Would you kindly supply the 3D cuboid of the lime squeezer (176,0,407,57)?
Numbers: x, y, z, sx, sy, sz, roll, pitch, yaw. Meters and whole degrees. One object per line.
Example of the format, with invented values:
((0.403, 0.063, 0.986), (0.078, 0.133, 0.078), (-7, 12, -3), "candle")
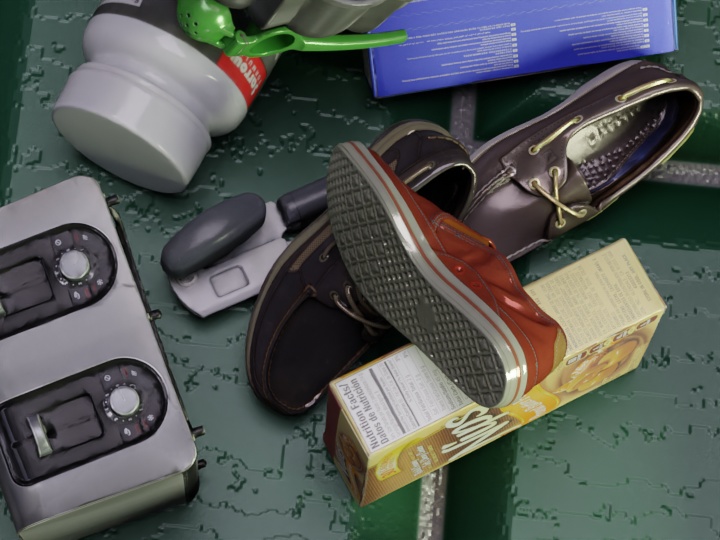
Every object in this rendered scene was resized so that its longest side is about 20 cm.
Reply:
((-0.068, -0.156, 1.561), (0.199, 0.038, 0.071), (25, 42, -15), "lime squeezer")

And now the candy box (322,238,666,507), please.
((0.077, 0.062, 1.555), (0.199, 0.116, 0.055), (-27, 73, -11), "candy box")

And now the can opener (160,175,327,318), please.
((-0.028, -0.033, 1.608), (0.199, 0.067, 0.053), (-24, 74, -10), "can opener")

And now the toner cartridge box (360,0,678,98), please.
((0.098, -0.174, 1.649), (0.199, 0.043, 0.095), (-9, 115, -6), "toner cartridge box")

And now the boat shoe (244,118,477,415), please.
((0.000, 0.000, 1.567), (0.074, 0.073, 0.200), (30, 91, -27), "boat shoe")

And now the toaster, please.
((-0.169, 0.058, 1.515), (0.118, 0.200, 0.182), (-19, 81, -6), "toaster")

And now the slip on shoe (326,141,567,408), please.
((0.045, -0.001, 1.491), (0.061, 0.074, 0.200), (-19, 51, -33), "slip on shoe")

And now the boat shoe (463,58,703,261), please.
((0.127, -0.061, 1.618), (0.200, 0.059, 0.072), (-36, 113, -15), "boat shoe")

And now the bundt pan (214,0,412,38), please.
((-0.037, -0.221, 1.538), (0.201, 0.076, 0.203), (12, 58, -20), "bundt pan")

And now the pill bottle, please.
((-0.102, -0.156, 1.622), (0.114, 0.114, 0.201), (26, 72, 6), "pill bottle")
